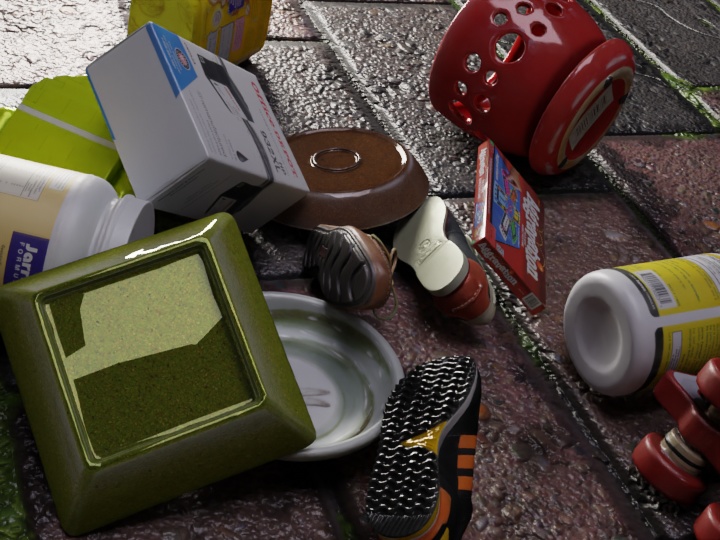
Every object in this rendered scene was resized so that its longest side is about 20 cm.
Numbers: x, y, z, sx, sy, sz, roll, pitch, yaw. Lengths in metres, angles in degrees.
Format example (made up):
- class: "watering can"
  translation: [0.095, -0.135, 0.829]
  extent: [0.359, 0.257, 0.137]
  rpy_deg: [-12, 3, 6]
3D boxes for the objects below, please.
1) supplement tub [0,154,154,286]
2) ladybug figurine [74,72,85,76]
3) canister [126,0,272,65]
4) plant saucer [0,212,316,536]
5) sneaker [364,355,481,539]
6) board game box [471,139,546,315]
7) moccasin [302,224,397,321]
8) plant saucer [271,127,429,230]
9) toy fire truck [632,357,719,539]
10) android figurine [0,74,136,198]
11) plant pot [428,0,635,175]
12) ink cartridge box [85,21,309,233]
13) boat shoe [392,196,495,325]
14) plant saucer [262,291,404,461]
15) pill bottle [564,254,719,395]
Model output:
- class: "supplement tub"
  translation: [-0.285, -0.020, 0.992]
  extent: [0.198, 0.147, 0.146]
  rpy_deg: [13, 35, 1]
- class: "ladybug figurine"
  translation: [-0.246, -0.135, 1.225]
  extent: [0.134, 0.073, 0.200]
  rpy_deg: [-9, 41, -27]
- class: "canister"
  translation: [-0.185, -0.294, 1.402]
  extent: [0.086, 0.150, 0.200]
  rpy_deg: [23, 34, 15]
- class: "plant saucer"
  translation: [-0.155, 0.065, 0.880]
  extent: [0.198, 0.048, 0.202]
  rpy_deg: [-19, 74, -13]
- class: "sneaker"
  translation: [0.057, 0.154, 0.918]
  extent: [0.069, 0.091, 0.201]
  rpy_deg: [-7, 34, 22]
- class: "board game box"
  translation: [0.156, -0.049, 1.230]
  extent: [0.103, 0.019, 0.201]
  rpy_deg: [47, 28, -22]
- class: "moccasin"
  translation: [0.000, 0.002, 1.078]
  extent: [0.077, 0.075, 0.201]
  rpy_deg: [15, -1, -13]
- class: "plant saucer"
  translation: [-0.025, -0.105, 1.256]
  extent: [0.197, 0.035, 0.201]
  rpy_deg: [0, 33, 0]
- class: "toy fire truck"
  translation: [0.336, 0.166, 0.987]
  extent: [0.167, 0.113, 0.200]
  rpy_deg: [16, 27, -40]
- class: "android figurine"
  translation: [-0.283, -0.104, 1.122]
  extent: [0.180, 0.041, 0.201]
  rpy_deg: [21, 68, 13]
- class: "plant pot"
  translation: [0.207, -0.224, 1.394]
  extent: [0.182, 0.202, 0.200]
  rpy_deg: [40, 43, 21]
- class: "ink cartridge box"
  translation: [-0.148, -0.128, 1.117]
  extent: [0.146, 0.083, 0.200]
  rpy_deg: [64, 18, 16]
- class: "boat shoe"
  translation: [0.084, -0.011, 1.170]
  extent: [0.062, 0.071, 0.200]
  rpy_deg: [41, 11, -24]
- class: "plant saucer"
  translation: [-0.063, 0.096, 0.985]
  extent: [0.198, 0.051, 0.201]
  rpy_deg: [9, 36, -7]
- class: "pill bottle"
  translation: [0.299, 0.046, 1.103]
  extent: [0.198, 0.113, 0.113]
  rpy_deg: [-7, 40, -27]
